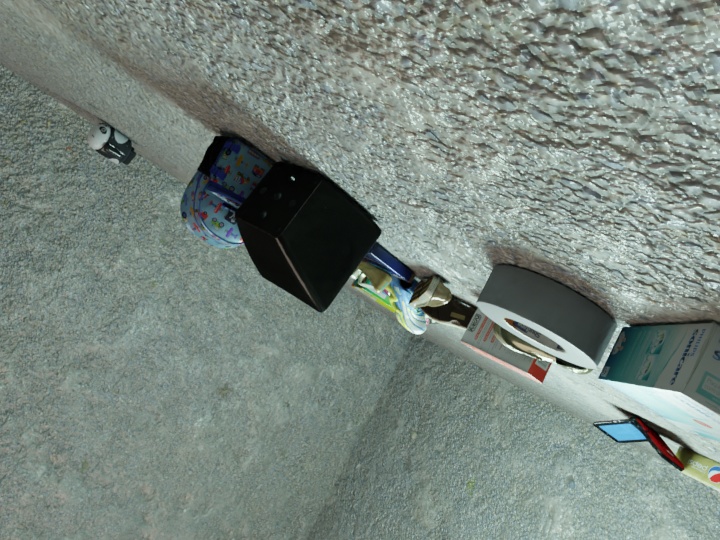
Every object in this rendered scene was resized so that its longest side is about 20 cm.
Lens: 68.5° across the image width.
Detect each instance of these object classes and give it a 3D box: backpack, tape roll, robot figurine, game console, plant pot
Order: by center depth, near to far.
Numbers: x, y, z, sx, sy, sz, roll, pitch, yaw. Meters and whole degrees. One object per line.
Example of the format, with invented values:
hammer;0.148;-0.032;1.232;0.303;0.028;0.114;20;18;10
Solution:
tape roll;0.278;0.070;0.807;0.197;0.067;0.200;30;174;3
plant pot;-0.114;-0.080;0.984;0.197;0.202;0.178;26;163;38
backpack;-0.256;-0.143;1.065;0.181;0.203;0.134;34;173;-35
game console;0.791;0.500;1.506;0.198;0.119;0.174;33;-158;-34
robot figurine;-1.067;-0.543;2.272;0.148;0.128;0.199;4;159;36

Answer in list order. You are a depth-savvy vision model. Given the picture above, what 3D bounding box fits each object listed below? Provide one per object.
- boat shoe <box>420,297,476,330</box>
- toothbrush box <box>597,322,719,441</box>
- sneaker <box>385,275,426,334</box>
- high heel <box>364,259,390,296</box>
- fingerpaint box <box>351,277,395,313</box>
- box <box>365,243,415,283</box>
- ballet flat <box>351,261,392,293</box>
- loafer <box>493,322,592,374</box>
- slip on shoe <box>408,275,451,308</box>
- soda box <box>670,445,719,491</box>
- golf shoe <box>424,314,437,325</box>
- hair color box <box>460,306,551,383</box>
boat shoe;0.237;0.111;1.348;0.200;0.076;0.075;27;180;31
toothbrush box;0.402;0.135;0.624;0.144;0.087;0.200;30;173;3
sneaker;0.128;0.083;1.412;0.202;0.075;0.105;57;159;-6
high heel;0.056;0.013;1.511;0.095;0.068;0.201;26;163;43
fingerpaint box;0.082;0.079;1.869;0.198;0.074;0.167;33;173;-13
box;0.037;-0.039;1.307;0.199;0.033;0.120;37;172;-39
ballet flat;0.000;0.000;1.353;0.068;0.064;0.199;34;177;-40
loafer;0.343;0.129;0.973;0.196;0.077;0.068;20;172;10
slip on shoe;0.166;0.059;1.271;0.060;0.077;0.200;30;165;-2
soda box;0.964;0.558;1.446;0.067;0.065;0.199;31;174;-17
golf shoe;0.217;0.109;1.538;0.086;0.079;0.200;1;164;11
hair color box;0.311;0.146;1.106;0.061;0.103;0.199;33;175;-32
